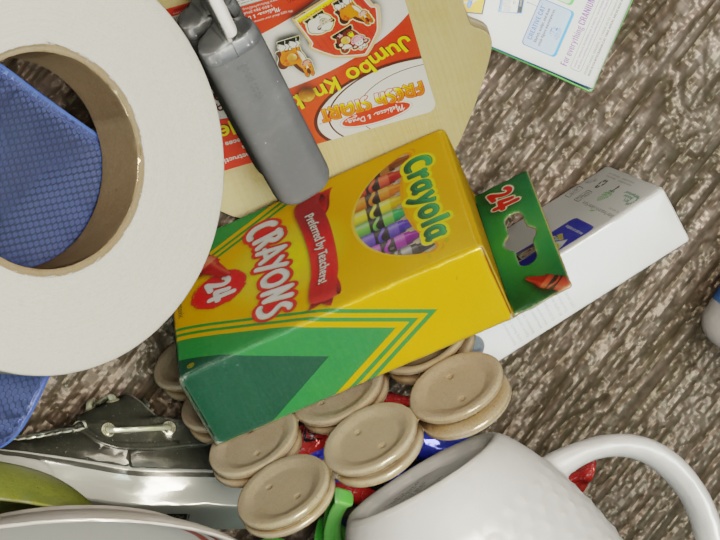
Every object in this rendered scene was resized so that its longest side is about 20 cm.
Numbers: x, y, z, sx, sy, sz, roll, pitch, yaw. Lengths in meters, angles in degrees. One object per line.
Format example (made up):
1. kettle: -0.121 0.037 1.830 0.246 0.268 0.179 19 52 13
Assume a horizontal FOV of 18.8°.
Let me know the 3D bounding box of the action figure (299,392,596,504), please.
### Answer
1. action figure: 0.026 0.100 1.171 0.199 0.052 0.066 14 70 0

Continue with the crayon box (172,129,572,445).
1. crayon box: 0.000 0.000 1.131 0.199 0.127 0.051 -24 121 5

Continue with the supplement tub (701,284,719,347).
1. supplement tub: 0.295 -0.017 1.229 0.132 0.132 0.200 30 96 -21

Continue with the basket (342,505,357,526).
1. basket: 0.033 0.241 1.215 0.176 0.139 0.201 27 66 -20

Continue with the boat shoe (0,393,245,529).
1. boat shoe: -0.131 0.103 1.186 0.199 0.071 0.064 6 68 -15

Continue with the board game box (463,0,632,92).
1. board game box: 0.064 -0.203 1.159 0.200 0.040 0.153 21 99 -20

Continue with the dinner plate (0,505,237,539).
1. dinner plate: -0.150 0.150 1.108 0.199 0.200 0.024 0 66 -15

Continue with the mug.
1. mug: 0.095 0.164 1.092 0.200 0.148 0.176 -31 94 -15

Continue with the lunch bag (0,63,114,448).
1. lunch bag: -0.216 -0.015 1.074 0.136 0.132 0.200 39 67 -30

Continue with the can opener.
1. can opener: -0.052 -0.121 1.073 0.067 0.053 0.200 -31 134 -4

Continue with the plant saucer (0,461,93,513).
1. plant saucer: -0.224 0.134 1.122 0.199 0.200 0.031 3 65 -16

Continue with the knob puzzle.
1. knob puzzle: -0.028 -0.100 1.151 0.219 0.031 0.220 -5 130 -6

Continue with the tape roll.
1. tape roll: -0.155 -0.051 1.014 0.202 0.037 0.204 0 90 -37

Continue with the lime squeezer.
1. lime squeezer: -0.049 0.158 1.181 0.070 0.200 0.038 2 71 -43

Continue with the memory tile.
1. memory tile: -0.018 0.056 1.128 0.153 0.200 0.017 -32 122 -6

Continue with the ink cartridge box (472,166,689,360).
1. ink cartridge box: 0.075 0.013 1.193 0.200 0.099 0.039 -30 105 -4
